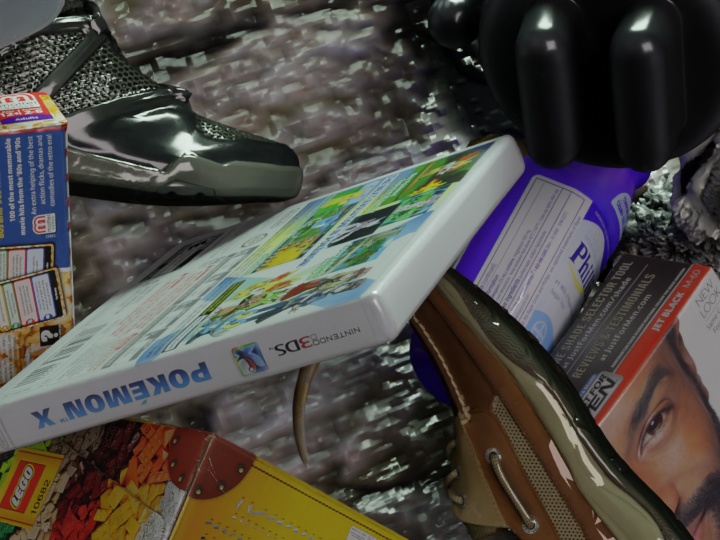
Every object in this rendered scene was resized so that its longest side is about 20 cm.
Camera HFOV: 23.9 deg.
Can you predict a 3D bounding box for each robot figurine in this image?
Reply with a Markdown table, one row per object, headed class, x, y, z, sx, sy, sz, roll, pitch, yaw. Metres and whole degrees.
| class | x | y | z | sx | sy | sz | roll | pitch | yaw |
| --- | --- | --- | --- | --- | --- | --- | --- | --- | --- |
| robot figurine | 0.126 | -0.126 | 0.793 | 0.150 | 0.125 | 0.200 | 33 | 42 | -8 |

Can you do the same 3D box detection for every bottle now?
| class | x | y | z | sx | sy | sz | roll | pitch | yaw |
| --- | --- | --- | --- | --- | --- | --- | --- | --- | --- |
| bottle | 0.096 | -0.022 | 0.858 | 0.065 | 0.084 | 0.200 | 23 | 70 | 20 |

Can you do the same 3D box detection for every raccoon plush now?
| class | x | y | z | sx | sy | sz | roll | pitch | yaw |
| --- | --- | --- | --- | --- | --- | --- | --- | --- | --- |
| raccoon plush | 0.222 | 0.004 | 0.874 | 0.200 | 0.134 | 0.097 | 41 | 68 | -11 |

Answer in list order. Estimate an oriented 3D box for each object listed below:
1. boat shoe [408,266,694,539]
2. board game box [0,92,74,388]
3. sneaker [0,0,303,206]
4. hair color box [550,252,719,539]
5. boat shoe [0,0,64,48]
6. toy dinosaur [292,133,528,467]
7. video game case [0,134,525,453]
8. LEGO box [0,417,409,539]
| class | x | y | z | sx | sy | sz | roll | pitch | yaw |
| --- | --- | --- | --- | --- | --- | --- | --- | --- | --- |
| boat shoe | 0.069 | 0.085 | 0.719 | 0.074 | 0.076 | 0.200 | -40 | 71 | 9 |
| board game box | -0.221 | 0.011 | 0.710 | 0.200 | 0.046 | 0.152 | -7 | 116 | -21 |
| sneaker | -0.117 | -0.089 | 0.790 | 0.199 | 0.076 | 0.114 | 11 | 84 | -14 |
| hair color box | 0.167 | 0.100 | 0.841 | 0.111 | 0.064 | 0.200 | -51 | 121 | -20 |
| boat shoe | -0.219 | -0.125 | 0.727 | 0.075 | 0.202 | 0.086 | 39 | 37 | -55 |
| toy dinosaur | 0.000 | 0.000 | 0.807 | 0.058 | 0.101 | 0.200 | 42 | 70 | -11 |
| video game case | -0.038 | 0.006 | 0.705 | 0.022 | 0.182 | 0.200 | 67 | 25 | -12 |
| LEGO box | -0.046 | 0.134 | 0.711 | 0.200 | 0.149 | 0.077 | 34 | 70 | -34 |
